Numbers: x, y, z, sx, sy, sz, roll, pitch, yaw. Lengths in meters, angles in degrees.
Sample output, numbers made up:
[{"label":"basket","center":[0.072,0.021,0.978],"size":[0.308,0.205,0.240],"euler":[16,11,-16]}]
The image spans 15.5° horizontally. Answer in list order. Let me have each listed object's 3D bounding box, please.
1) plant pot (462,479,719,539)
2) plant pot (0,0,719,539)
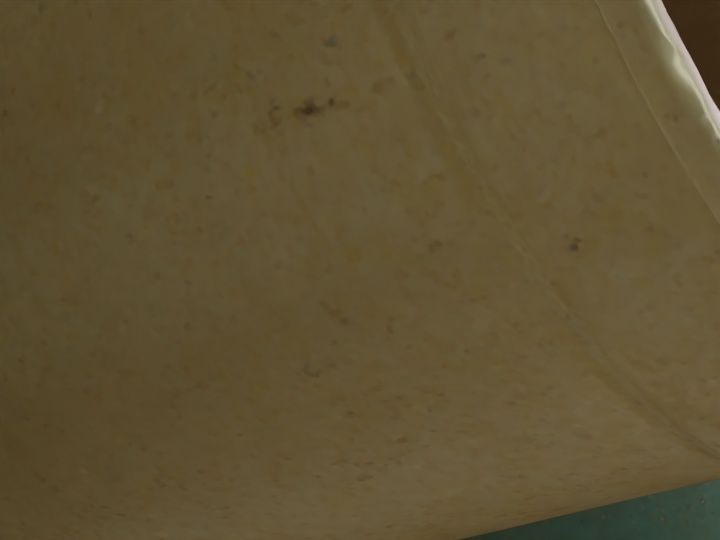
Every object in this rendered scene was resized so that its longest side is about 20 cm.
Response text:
[{"label":"plant pot","center":[0.051,0.053,0.659],"size":[0.200,0.199,0.197],"euler":[-62,139,-75]},{"label":"plant pot","center":[-0.003,-0.028,0.464],"size":[0.200,0.183,0.201],"euler":[43,34,-39]}]
